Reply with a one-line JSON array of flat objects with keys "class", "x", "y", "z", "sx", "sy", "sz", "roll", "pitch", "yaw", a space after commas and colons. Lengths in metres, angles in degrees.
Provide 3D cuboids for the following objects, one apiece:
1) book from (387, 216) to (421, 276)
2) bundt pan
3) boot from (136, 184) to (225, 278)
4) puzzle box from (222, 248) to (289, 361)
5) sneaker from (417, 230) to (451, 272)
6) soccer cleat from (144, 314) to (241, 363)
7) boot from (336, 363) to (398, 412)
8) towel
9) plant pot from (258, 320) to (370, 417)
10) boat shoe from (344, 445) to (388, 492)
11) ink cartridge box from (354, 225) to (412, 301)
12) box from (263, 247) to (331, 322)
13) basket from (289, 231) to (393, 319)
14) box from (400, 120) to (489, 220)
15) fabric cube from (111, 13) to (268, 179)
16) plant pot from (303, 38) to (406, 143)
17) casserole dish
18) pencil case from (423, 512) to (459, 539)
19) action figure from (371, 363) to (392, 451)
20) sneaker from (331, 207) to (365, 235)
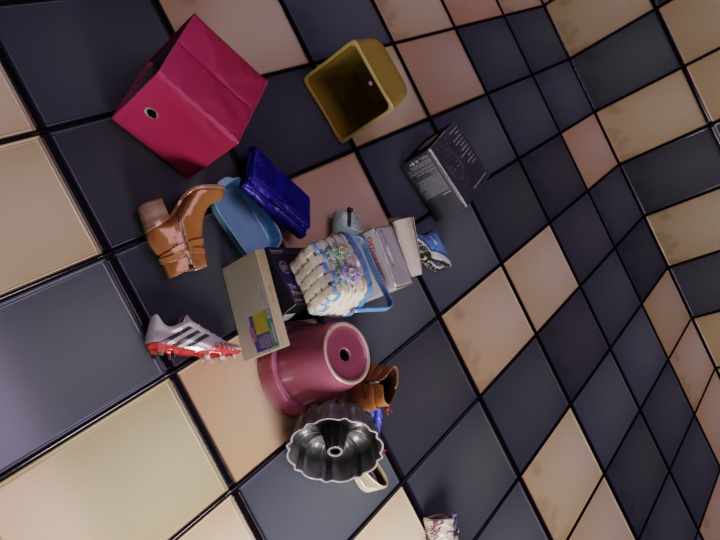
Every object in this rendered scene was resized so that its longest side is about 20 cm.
[{"class": "book", "x": 0.103, "y": -0.059, "z": 1.711, "sx": 0.047, "sy": 0.200, "sz": 0.135, "roll": -14, "pitch": 96, "yaw": -3}, {"class": "bundt pan", "x": -0.053, "y": 0.341, "z": 1.464, "sx": 0.201, "sy": 0.201, "sz": 0.076, "roll": 38, "pitch": 26, "yaw": -27}, {"class": "boot", "x": -0.335, "y": -0.081, "z": 1.437, "sx": 0.199, "sy": 0.073, "sz": 0.156, "roll": -25, "pitch": 92, "yaw": -33}, {"class": "puzzle box", "x": -0.214, "y": 0.072, "z": 1.449, "sx": 0.025, "sy": 0.132, "sz": 0.203, "roll": -8, "pitch": 80, "yaw": -45}, {"class": "sneaker", "x": 0.170, "y": -0.068, "z": 1.948, "sx": 0.199, "sy": 0.078, "sz": 0.090, "roll": 29, "pitch": 46, "yaw": -44}, {"class": "soccer cleat", "x": -0.315, "y": 0.129, "z": 1.372, "sx": 0.198, "sy": 0.068, "sz": 0.086, "roll": 9, "pitch": 70, "yaw": -38}, {"class": "boot", "x": 0.017, "y": 0.224, "z": 1.598, "sx": 0.076, "sy": 0.154, "sz": 0.202, "roll": 33, "pitch": 52, "yaw": -30}, {"class": "towel", "x": -0.184, "y": -0.178, "z": 1.615, "sx": 0.200, "sy": 0.049, "sz": 0.149, "roll": 42, "pitch": 33, "yaw": -35}, {"class": "plant pot", "x": -0.084, "y": 0.191, "z": 1.495, "sx": 0.199, "sy": 0.178, "sz": 0.203, "roll": 21, "pitch": 59, "yaw": -39}, {"class": "boat shoe", "x": -0.007, "y": 0.395, "z": 1.566, "sx": 0.072, "sy": 0.065, "sz": 0.201, "roll": -38, "pitch": 101, "yaw": -46}, {"class": "ink cartridge box", "x": 0.000, "y": 0.000, "z": 1.640, "sx": 0.087, "sy": 0.199, "sz": 0.147, "roll": -14, "pitch": 82, "yaw": -55}, {"class": "box", "x": -0.135, "y": 0.028, "z": 1.535, "sx": 0.199, "sy": 0.079, "sz": 0.142, "roll": -2, "pitch": 57, "yaw": -59}, {"class": "basket", "x": -0.031, "y": 0.013, "z": 1.481, "sx": 0.199, "sy": 0.139, "sz": 0.178, "roll": -6, "pitch": 63, "yaw": -50}, {"class": "box", "x": 0.249, "y": -0.289, "z": 2.076, "sx": 0.197, "sy": 0.123, "sz": 0.200, "roll": 53, "pitch": 44, "yaw": -12}, {"class": "fabric cube", "x": -0.343, "y": -0.346, "z": 1.454, "sx": 0.199, "sy": 0.195, "sz": 0.202, "roll": 40, "pitch": 48, "yaw": -28}, {"class": "plant pot", "x": 0.011, "y": -0.487, "z": 1.882, "sx": 0.197, "sy": 0.193, "sz": 0.200, "roll": 59, "pitch": 38, "yaw": -8}, {"class": "casserole dish", "x": -0.252, "y": -0.107, "z": 1.557, "sx": 0.201, "sy": 0.039, "sz": 0.121, "roll": 58, "pitch": 43, "yaw": -11}, {"class": "pencil case", "x": 0.202, "y": 0.665, "z": 1.650, "sx": 0.088, "sy": 0.078, "sz": 0.203, "roll": -1, "pitch": 72, "yaw": -24}, {"class": "action figure", "x": 0.032, "y": 0.315, "z": 1.657, "sx": 0.065, "sy": 0.051, "sz": 0.202, "roll": 15, "pitch": 60, "yaw": -36}, {"class": "sneaker", "x": 0.012, "y": -0.095, "z": 1.789, "sx": 0.199, "sy": 0.073, "sz": 0.120, "roll": 13, "pitch": 65, "yaw": -41}]
